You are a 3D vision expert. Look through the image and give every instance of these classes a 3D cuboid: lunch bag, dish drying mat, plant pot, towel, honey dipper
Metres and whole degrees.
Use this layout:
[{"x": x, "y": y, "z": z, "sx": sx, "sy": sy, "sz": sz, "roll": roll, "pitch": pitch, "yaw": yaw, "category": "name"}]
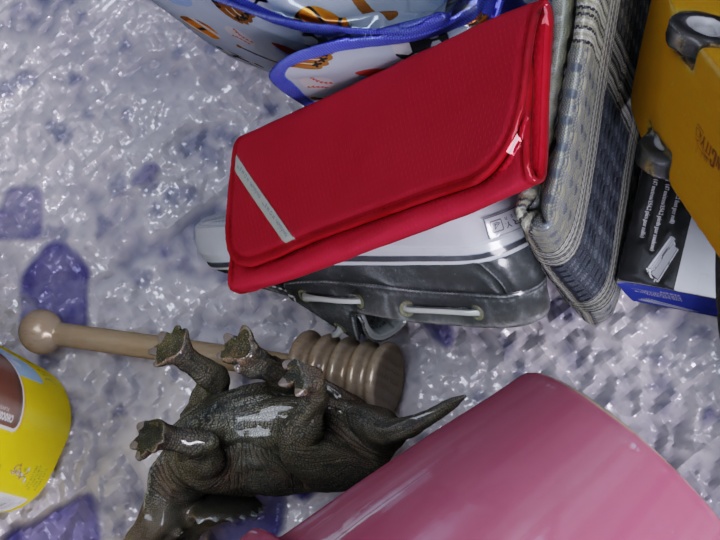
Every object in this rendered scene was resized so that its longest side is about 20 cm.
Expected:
[{"x": -0.004, "y": -0.131, "z": 0.984, "sx": 0.200, "sy": 0.170, "sz": 0.124, "roll": 25, "pitch": 90, "yaw": 23, "category": "lunch bag"}, {"x": 0.006, "y": -0.046, "z": 0.895, "sx": 0.200, "sy": 0.018, "sz": 0.077, "roll": -20, "pitch": 59, "yaw": 51, "category": "dish drying mat"}, {"x": 0.053, "y": 0.148, "z": 0.895, "sx": 0.200, "sy": 0.200, "sz": 0.179, "roll": 40, "pitch": 78, "yaw": 23, "category": "plant pot"}, {"x": 0.098, "y": -0.091, "z": 0.926, "sx": 0.034, "sy": 0.193, "sz": 0.200, "roll": 8, "pitch": 81, "yaw": 15, "category": "towel"}, {"x": -0.077, "y": 0.040, "z": 1.042, "sx": 0.200, "sy": 0.038, "sz": 0.038, "roll": 6, "pitch": 79, "yaw": 23, "category": "honey dipper"}]

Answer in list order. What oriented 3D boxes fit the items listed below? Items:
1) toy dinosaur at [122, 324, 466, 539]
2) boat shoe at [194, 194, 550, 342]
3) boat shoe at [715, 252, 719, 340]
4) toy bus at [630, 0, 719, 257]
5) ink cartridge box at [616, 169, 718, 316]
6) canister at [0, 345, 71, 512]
[{"x": -0.036, "y": 0.072, "z": 0.981, "sx": 0.200, "sy": 0.102, "sz": 0.077, "roll": -21, "pitch": 51, "yaw": 21, "category": "toy dinosaur"}, {"x": 0.000, "y": 0.000, "z": 0.989, "sx": 0.200, "sy": 0.072, "sz": 0.071, "roll": 2, "pitch": 112, "yaw": 48, "category": "boat shoe"}, {"x": 0.198, "y": 0.061, "z": 0.905, "sx": 0.073, "sy": 0.075, "sz": 0.200, "roll": -16, "pitch": 99, "yaw": 1, "category": "boat shoe"}, {"x": 0.162, "y": -0.048, "z": 0.848, "sx": 0.078, "sy": 0.065, "sz": 0.200, "roll": 1, "pitch": 31, "yaw": -16, "category": "toy bus"}, {"x": 0.183, "y": -0.077, "z": 0.971, "sx": 0.094, "sy": 0.044, "sz": 0.200, "roll": 12, "pitch": 81, "yaw": 20, "category": "ink cartridge box"}, {"x": -0.238, "y": 0.047, "z": 1.009, "sx": 0.148, "sy": 0.200, "sz": 0.087, "roll": 23, "pitch": 86, "yaw": 23, "category": "canister"}]
